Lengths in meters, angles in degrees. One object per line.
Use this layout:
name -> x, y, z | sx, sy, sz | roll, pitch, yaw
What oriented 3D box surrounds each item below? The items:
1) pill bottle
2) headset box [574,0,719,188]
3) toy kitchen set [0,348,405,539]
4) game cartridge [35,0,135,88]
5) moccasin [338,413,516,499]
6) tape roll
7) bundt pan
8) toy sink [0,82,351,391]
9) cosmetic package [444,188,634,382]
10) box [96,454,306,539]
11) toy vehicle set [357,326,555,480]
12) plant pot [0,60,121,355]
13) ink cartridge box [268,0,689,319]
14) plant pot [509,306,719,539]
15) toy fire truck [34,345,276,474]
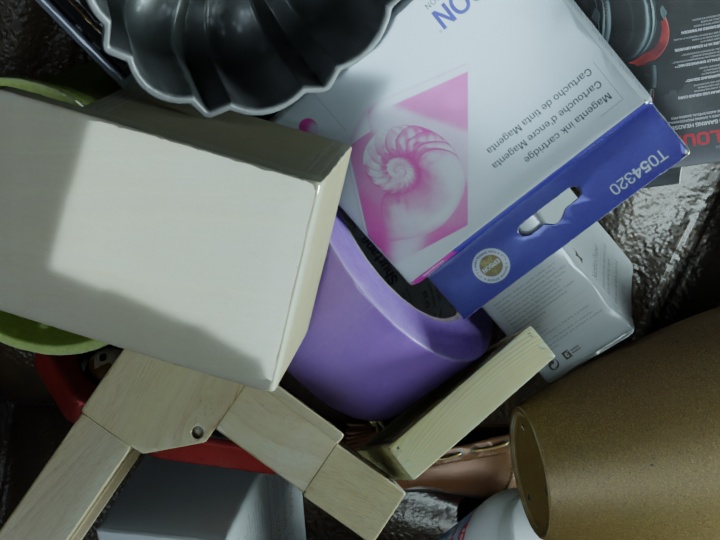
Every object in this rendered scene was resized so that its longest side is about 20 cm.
pill bottle -> 0.119, 0.237, 0.959 | 0.108, 0.109, 0.200 | 29, 148, -1
headset box -> 0.181, -0.151, 0.819 | 0.147, 0.075, 0.202 | -6, 113, 16
toy kitchen set -> -0.104, 0.154, 0.831 | 0.199, 0.163, 0.181 | 35, 85, -2
game cartridge -> -0.183, -0.203, 0.852 | 0.200, 0.133, 0.041 | 45, 118, -10
moccasin -> 0.036, 0.144, 0.999 | 0.199, 0.074, 0.079 | 5, 110, 13
tape roll -> 0.000, 0.000, 0.867 | 0.085, 0.200, 0.200 | -36, 103, 26
bundt pan -> -0.070, -0.193, 0.686 | 0.200, 0.076, 0.204 | -16, 130, -20
toy sink -> -0.120, -0.032, 0.722 | 0.198, 0.112, 0.132 | 15, 109, 4
cosmetic package -> 0.108, -0.033, 0.875 | 0.081, 0.113, 0.200 | -35, 105, 24
box -> -0.123, 0.220, 1.003 | 0.105, 0.200, 0.154 | 3, 115, 12
toy vehicle set -> 0.062, 0.099, 0.865 | 0.124, 0.200, 0.027 | -39, 87, -10
plant pot -> -0.205, -0.070, 0.893 | 0.198, 0.185, 0.203 | 6, 116, 12
ink cartridge box -> 0.076, -0.085, 0.770 | 0.196, 0.043, 0.200 | -38, 103, 21
plant pot -> 0.212, 0.125, 0.844 | 0.198, 0.187, 0.188 | -10, 115, -8
toy fire truck -> -0.154, 0.084, 0.948 | 0.198, 0.169, 0.113 | 12, 120, -18
